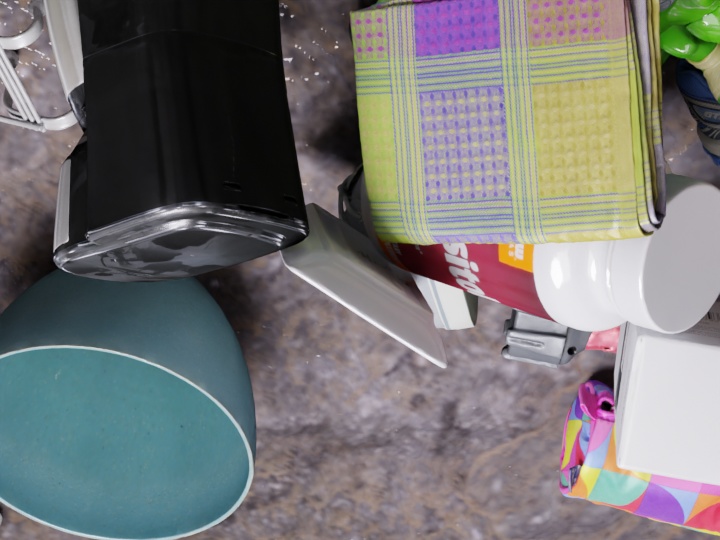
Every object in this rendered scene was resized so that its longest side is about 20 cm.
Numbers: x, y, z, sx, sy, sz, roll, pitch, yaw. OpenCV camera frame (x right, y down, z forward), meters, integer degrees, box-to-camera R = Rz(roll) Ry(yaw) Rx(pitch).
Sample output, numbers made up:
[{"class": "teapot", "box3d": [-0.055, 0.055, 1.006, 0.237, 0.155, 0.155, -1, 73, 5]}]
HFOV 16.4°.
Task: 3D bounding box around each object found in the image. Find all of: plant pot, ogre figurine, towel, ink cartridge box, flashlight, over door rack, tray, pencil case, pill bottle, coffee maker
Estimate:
[{"class": "plant pot", "box3d": [-0.159, 0.066, 1.644, 0.199, 0.135, 0.200, 5, 138, 5]}, {"class": "ogre figurine", "box3d": [0.143, -0.130, 1.386, 0.120, 0.098, 0.200, 18, -179, -39]}, {"class": "towel", "box3d": [0.079, -0.085, 1.341, 0.200, 0.144, 0.023, -3, -177, 41]}, {"class": "ink cartridge box", "box3d": [0.226, 0.062, 1.479, 0.144, 0.200, 0.085, 9, 103, 3]}, {"class": "flashlight", "box3d": [0.192, 0.050, 1.611, 0.199, 0.068, 0.068, 9, 141, 0]}, {"class": "over door rack", "box3d": [-0.269, -0.156, 1.484, 0.199, 0.067, 0.148, 4, 140, 27]}, {"class": "tray", "box3d": [0.000, 0.000, 1.449, 0.107, 0.200, 0.022, 34, 96, -10]}, {"class": "pencil case", "box3d": [0.229, 0.134, 1.684, 0.199, 0.089, 0.088, 14, 138, -7]}, {"class": "pill bottle", "box3d": [0.106, -0.032, 1.412, 0.200, 0.113, 0.113, 19, 150, 41]}, {"class": "coffee maker", "box3d": [-0.098, -0.109, 1.363, 0.134, 0.201, 0.192, 0, 163, -28]}]

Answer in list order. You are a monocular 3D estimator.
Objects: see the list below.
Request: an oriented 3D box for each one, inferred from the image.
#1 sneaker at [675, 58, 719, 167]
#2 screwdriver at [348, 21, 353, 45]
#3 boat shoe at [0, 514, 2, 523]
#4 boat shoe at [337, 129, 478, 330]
[{"class": "sneaker", "box3d": [0.264, -0.123, 1.402, 0.200, 0.077, 0.085, -24, 122, 30]}, {"class": "screwdriver", "box3d": [0.086, -0.163, 1.438, 0.199, 0.029, 0.028, -18, 131, 16]}, {"class": "boat shoe", "box3d": [-0.355, 0.228, 1.917, 0.200, 0.060, 0.076, -28, 126, 35]}, {"class": "boat shoe", "box3d": [0.021, -0.030, 1.552, 0.071, 0.070, 0.201, -7, 138, 13]}]
